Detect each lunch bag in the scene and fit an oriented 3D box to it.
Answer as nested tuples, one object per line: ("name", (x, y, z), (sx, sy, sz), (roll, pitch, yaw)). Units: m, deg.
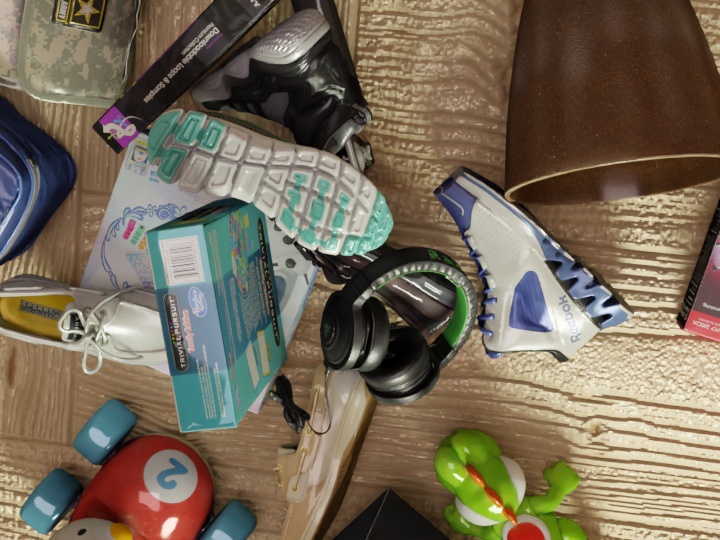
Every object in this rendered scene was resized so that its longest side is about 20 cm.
("lunch bag", (-0.286, -0.239, 0.985), (0.199, 0.118, 0.165), (13, 104, 0))
("lunch bag", (-0.375, -0.096, 1.013), (0.200, 0.132, 0.136), (37, 103, 1))

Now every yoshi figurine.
("yoshi figurine", (0.134, 0.213, 1.023), (0.200, 0.112, 0.112), (51, 144, -16))

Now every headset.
("headset", (0.006, 0.059, 0.963), (0.200, 0.094, 0.123), (-46, 128, 9))

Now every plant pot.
("plant pot", (0.197, -0.167, 0.903), (0.186, 0.187, 0.201), (-6, 84, 10))

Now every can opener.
("can opener", (-0.035, -0.156, 0.992), (0.067, 0.053, 0.201), (-16, 96, 10))

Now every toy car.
("toy car", (-0.221, 0.246, 1.013), (0.184, 0.200, 0.177), (39, 103, 0))

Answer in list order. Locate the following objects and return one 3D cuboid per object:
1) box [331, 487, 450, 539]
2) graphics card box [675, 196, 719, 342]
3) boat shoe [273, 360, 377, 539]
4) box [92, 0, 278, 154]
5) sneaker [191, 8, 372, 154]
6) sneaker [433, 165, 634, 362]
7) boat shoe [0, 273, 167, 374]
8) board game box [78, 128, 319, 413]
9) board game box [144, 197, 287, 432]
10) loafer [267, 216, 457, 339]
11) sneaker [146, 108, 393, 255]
("box", (0.027, 0.336, 1.003), (0.198, 0.123, 0.200), (40, 119, -5))
("graphics card box", (0.359, -0.026, 0.956), (0.125, 0.051, 0.201), (18, 101, 5))
("boat shoe", (-0.043, 0.175, 1.045), (0.069, 0.074, 0.201), (22, 98, 12))
("box", (-0.121, -0.189, 0.924), (0.200, 0.143, 0.036), (-35, 104, 30))
("sneaker", (-0.065, -0.138, 0.948), (0.075, 0.200, 0.114), (-45, 107, -26))
("sneaker", (0.127, 0.011, 0.981), (0.199, 0.081, 0.115), (42, 101, -2))
("boat shoe", (-0.240, 0.046, 0.995), (0.201, 0.086, 0.075), (13, 102, 7))
("board game box", (-0.145, 0.000, 1.039), (0.199, 0.043, 0.200), (23, 101, 4))
("board game box", (-0.110, 0.026, 0.914), (0.047, 0.200, 0.152), (-7, 99, 8))
("loafer", (0.000, 0.000, 0.979), (0.200, 0.072, 0.063), (28, 106, -22))
("sneaker", (-0.065, -0.079, 0.898), (0.199, 0.091, 0.078), (26, 106, -6))
